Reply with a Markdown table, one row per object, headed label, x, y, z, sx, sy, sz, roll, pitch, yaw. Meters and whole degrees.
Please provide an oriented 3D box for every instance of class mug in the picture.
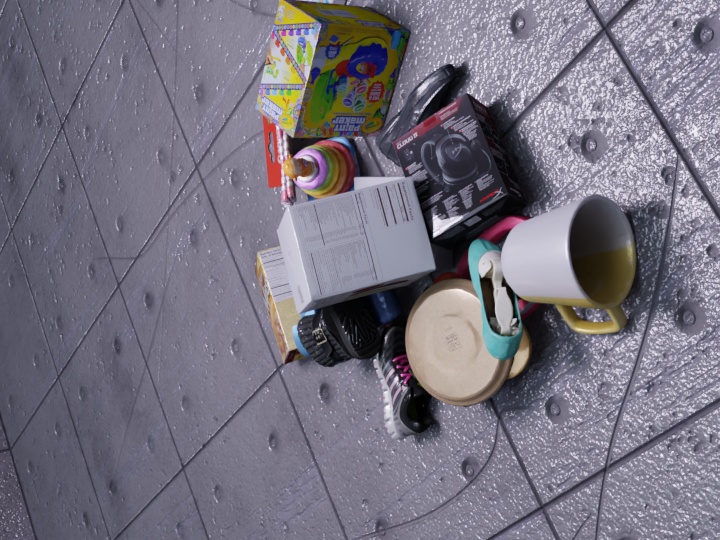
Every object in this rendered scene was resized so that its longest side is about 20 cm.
| label | x | y | z | sx | sy | sz | roll | pitch | yaw |
| --- | --- | --- | --- | --- | --- | --- | --- | --- | --- |
| mug | 0.279 | 0.001 | 1.406 | 0.152 | 0.148 | 0.190 | -9 | 88 | 50 |

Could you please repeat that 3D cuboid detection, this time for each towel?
| label | x | y | z | sx | sy | sz | roll | pitch | yaw |
| --- | --- | --- | --- | --- | --- | --- | --- | --- | --- |
| towel | -0.141 | -0.220 | 1.835 | 0.146 | 0.029 | 0.204 | 143 | 121 | -88 |
| towel | 0.000 | 0.000 | 1.744 | 0.111 | 0.048 | 0.203 | -24 | 93 | 54 |

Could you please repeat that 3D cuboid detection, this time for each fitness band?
| label | x | y | z | sx | sy | sz | roll | pitch | yaw |
| --- | --- | --- | --- | --- | --- | --- | --- | --- | --- |
| fitness band | 0.222 | 0.006 | 1.564 | 0.200 | 0.037 | 0.145 | -48 | 56 | 40 |

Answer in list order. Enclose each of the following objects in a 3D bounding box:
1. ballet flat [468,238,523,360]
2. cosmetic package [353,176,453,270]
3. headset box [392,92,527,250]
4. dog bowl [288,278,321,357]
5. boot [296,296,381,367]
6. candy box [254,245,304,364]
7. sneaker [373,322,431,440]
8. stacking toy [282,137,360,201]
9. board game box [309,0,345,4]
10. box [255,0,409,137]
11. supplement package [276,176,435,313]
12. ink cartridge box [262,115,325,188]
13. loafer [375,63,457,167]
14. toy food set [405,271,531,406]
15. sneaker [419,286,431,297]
| label | x | y | z | sx | sy | sz | roll | pitch | yaw |
| --- | --- | --- | --- | --- | --- | --- | --- | --- | --- |
| ballet flat | 0.202 | 0.028 | 1.480 | 0.071 | 0.066 | 0.203 | 106 | 160 | -59 |
| cosmetic package | 0.071 | -0.083 | 1.717 | 0.198 | 0.051 | 0.154 | 6 | 99 | 49 |
| headset box | 0.146 | -0.158 | 1.555 | 0.148 | 0.077 | 0.203 | -31 | 64 | 25 |
| dog bowl | -0.076 | 0.059 | 1.871 | 0.049 | 0.111 | 0.204 | -2 | 93 | 36 |
| boot | -0.057 | 0.065 | 1.748 | 0.157 | 0.079 | 0.215 | -11 | 98 | 58 |
| candy box | -0.150 | 0.068 | 1.964 | 0.116 | 0.054 | 0.203 | 117 | 136 | -70 |
| sneaker | 0.080 | 0.188 | 1.730 | 0.087 | 0.073 | 0.204 | -7 | 91 | 46 |
| stacking toy | -0.083 | -0.176 | 1.759 | 0.108 | 0.199 | 0.118 | -13 | 87 | 21 |
| board game box | -0.055 | -0.554 | 1.817 | 0.127 | 0.034 | 0.202 | 51 | 130 | 34 |
| box | -0.048 | -0.338 | 1.711 | 0.122 | 0.198 | 0.195 | 39 | 124 | 38 |
| supplement package | -0.012 | -0.035 | 1.581 | 0.191 | 0.196 | 0.150 | 140 | 115 | -78 |
| ink cartridge box | -0.141 | -0.244 | 1.953 | 0.198 | 0.056 | 0.166 | -1 | 94 | 45 |
| loafer | 0.101 | -0.252 | 1.655 | 0.071 | 0.068 | 0.201 | 48 | 129 | 10 |
| toy food set | 0.154 | 0.106 | 1.562 | 0.200 | 0.048 | 0.199 | -46 | 67 | 28 |
| sneaker | 0.167 | 0.108 | 1.628 | 0.087 | 0.075 | 0.203 | -32 | 75 | 32 |
